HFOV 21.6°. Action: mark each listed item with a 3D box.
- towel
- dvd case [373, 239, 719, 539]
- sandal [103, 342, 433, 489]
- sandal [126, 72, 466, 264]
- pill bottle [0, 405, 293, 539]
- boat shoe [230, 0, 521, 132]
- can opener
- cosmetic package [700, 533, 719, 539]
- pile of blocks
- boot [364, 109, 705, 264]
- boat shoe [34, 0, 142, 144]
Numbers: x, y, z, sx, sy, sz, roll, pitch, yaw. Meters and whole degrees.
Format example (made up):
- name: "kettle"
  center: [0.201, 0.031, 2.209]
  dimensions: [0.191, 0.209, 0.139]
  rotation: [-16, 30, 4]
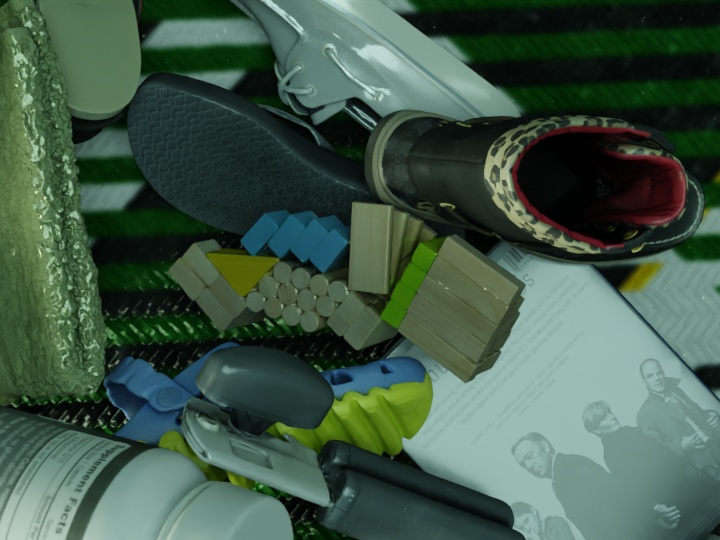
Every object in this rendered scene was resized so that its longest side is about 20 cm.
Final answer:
- name: "towel"
  center: [-0.184, -0.030, 0.971]
  dimensions: [0.036, 0.148, 0.202]
  rotation: [-9, 89, -37]
- name: "dvd case"
  center: [0.113, 0.087, 1.051]
  dimensions: [0.150, 0.025, 0.200]
  rotation: [-44, 92, -5]
- name: "sandal"
  center: [-0.060, 0.072, 1.001]
  dimensions: [0.198, 0.080, 0.088]
  rotation: [-11, 55, -5]
- name: "sandal"
  center: [-0.037, -0.049, 1.028]
  dimensions: [0.199, 0.043, 0.076]
  rotation: [25, 126, -15]
- name: "pill bottle"
  center: [-0.140, 0.131, 0.901]
  dimensions: [0.199, 0.114, 0.115]
  rotation: [12, 87, 22]
- name: "boat shoe"
  center: [-0.009, -0.109, 1.027]
  dimensions: [0.199, 0.072, 0.069]
  rotation: [34, 83, -14]
- name: "can opener"
  center: [0.004, 0.096, 0.937]
  dimensions: [0.199, 0.053, 0.067]
  rotation: [22, 111, -24]
- name: "cosmetic package"
  center: [0.232, 0.252, 1.036]
  dimensions: [0.102, 0.074, 0.200]
  rotation: [-44, 92, -5]
- name: "pile of blocks"
  center: [0.000, 0.000, 0.995]
  dimensions: [0.199, 0.062, 0.083]
  rotation: [10, 101, 24]
- name: "boot"
  center: [0.117, -0.041, 0.958]
  dimensions: [0.199, 0.150, 0.074]
  rotation: [13, 90, -24]
- name: "boat shoe"
  center: [-0.149, -0.167, 1.008]
  dimensions: [0.073, 0.063, 0.203]
  rotation: [8, 72, -22]
